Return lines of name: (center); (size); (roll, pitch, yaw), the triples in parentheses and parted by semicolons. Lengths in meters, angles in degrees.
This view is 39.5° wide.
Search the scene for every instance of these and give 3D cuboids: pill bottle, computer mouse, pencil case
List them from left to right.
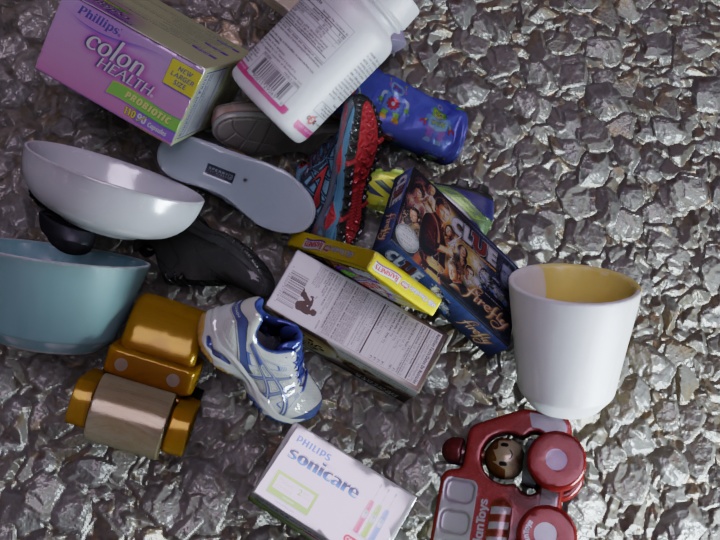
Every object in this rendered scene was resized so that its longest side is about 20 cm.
computer mouse: (-0.344, -0.055, 1.132); (0.058, 0.200, 0.034); (13, 101, -31)
pill bottle: (-0.037, -0.250, 1.117); (0.200, 0.113, 0.113); (-44, 84, 6)
pencil case: (0.039, -0.201, 1.242); (0.199, 0.078, 0.087); (21, 79, -21)

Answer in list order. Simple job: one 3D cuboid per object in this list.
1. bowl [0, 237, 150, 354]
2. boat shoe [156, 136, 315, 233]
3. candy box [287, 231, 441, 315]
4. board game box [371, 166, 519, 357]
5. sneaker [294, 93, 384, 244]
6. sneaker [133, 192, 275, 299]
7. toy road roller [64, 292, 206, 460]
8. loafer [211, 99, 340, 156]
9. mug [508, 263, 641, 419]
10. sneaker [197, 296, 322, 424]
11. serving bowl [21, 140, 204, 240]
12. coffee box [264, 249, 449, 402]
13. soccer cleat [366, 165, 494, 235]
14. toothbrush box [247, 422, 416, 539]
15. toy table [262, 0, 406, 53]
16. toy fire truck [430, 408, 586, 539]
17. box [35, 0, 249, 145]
bowl: (-0.339, 0.030, 1.106); (0.199, 0.201, 0.106); (9, 94, -6)
boat shoe: (-0.142, -0.109, 1.203); (0.199, 0.091, 0.071); (27, 97, -1)
candy box: (0.000, 0.000, 1.132); (0.102, 0.200, 0.027); (33, 83, -29)
board game box: (0.106, -0.011, 1.178); (0.200, 0.035, 0.136); (41, 40, -22)
sneaker: (-0.038, -0.118, 1.190); (0.095, 0.201, 0.079); (24, 29, 20)
sneaker: (-0.184, -0.010, 1.177); (0.199, 0.076, 0.091); (31, 83, 28)
toy road roller: (-0.226, 0.107, 1.084); (0.122, 0.200, 0.147); (17, 93, -5)
loafer: (-0.095, -0.182, 1.234); (0.199, 0.072, 0.063); (4, 56, -33)
mug: (0.260, 0.084, 1.171); (0.185, 0.149, 0.154); (-5, 108, -19)
sneaker: (-0.090, 0.104, 1.113); (0.088, 0.200, 0.076); (-23, 45, 24)
serving bowl: (-0.275, -0.079, 1.096); (0.199, 0.200, 0.066); (19, 100, -3)
coffee box: (-0.009, 0.068, 1.169); (0.199, 0.113, 0.080); (29, 75, 0)
soccer cleat: (0.069, -0.078, 1.248); (0.199, 0.065, 0.084); (9, 83, -4)
toothbrush box: (-0.037, 0.243, 1.072); (0.145, 0.200, 0.086); (32, 72, 1)
toy table: (-0.043, -0.318, 1.246); (0.199, 0.183, 0.118); (-14, 90, -42)
toy fire truck: (0.169, 0.257, 1.155); (0.167, 0.112, 0.201); (7, 72, 13)
box: (-0.243, -0.244, 1.169); (0.175, 0.200, 0.097); (30, 109, 0)
